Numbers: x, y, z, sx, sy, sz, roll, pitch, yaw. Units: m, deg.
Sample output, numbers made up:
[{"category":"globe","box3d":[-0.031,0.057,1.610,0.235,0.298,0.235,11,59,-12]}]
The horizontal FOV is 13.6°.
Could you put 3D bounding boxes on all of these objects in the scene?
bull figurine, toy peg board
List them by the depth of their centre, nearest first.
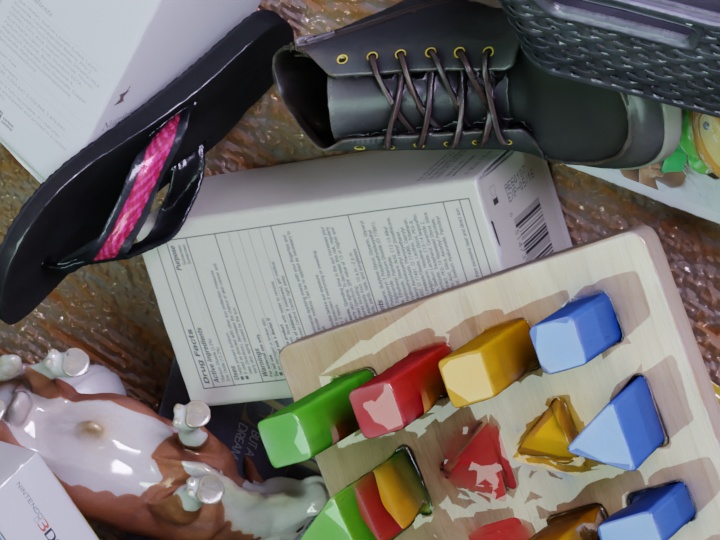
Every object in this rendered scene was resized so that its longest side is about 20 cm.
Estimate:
[{"category":"toy peg board","box3d":[0.063,0.110,1.365,0.198,0.098,0.201,-18,95,29]},{"category":"bull figurine","box3d":[-0.110,0.096,1.524,0.199,0.065,0.122,16,159,2]}]

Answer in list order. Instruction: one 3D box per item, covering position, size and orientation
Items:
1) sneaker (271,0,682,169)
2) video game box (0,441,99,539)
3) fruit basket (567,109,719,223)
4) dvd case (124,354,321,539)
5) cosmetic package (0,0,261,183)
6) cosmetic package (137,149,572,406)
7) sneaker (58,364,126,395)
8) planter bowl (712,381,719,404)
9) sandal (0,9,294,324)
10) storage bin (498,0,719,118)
[{"category":"sneaker","box3d":[0.050,-0.074,1.337,0.200,0.106,0.075,18,122,55]},{"category":"video game box","box3d":[-0.177,0.159,1.541,0.200,0.047,0.183,9,138,56]},{"category":"fruit basket","box3d":[0.158,-0.102,1.320,0.199,0.094,0.186,20,122,25]},{"category":"dvd case","box3d":[-0.025,0.131,1.585,0.199,0.016,0.149,28,124,16]},{"category":"cosmetic package","box3d":[-0.100,-0.144,1.434,0.081,0.113,0.200,43,129,13]},{"category":"cosmetic package","box3d":[0.000,0.000,1.472,0.199,0.073,0.104,-6,110,32]},{"category":"sneaker","box3d":[-0.216,0.073,1.641,0.199,0.075,0.089,-23,81,34]},{"category":"planter bowl","box3d":[0.113,0.144,1.458,0.199,0.083,0.202,9,113,21]},{"category":"sandal","box3d":[-0.098,-0.045,1.444,0.045,0.200,0.075,44,170,18]},{"category":"storage bin","box3d":[0.143,-0.175,1.220,0.134,0.201,0.094,16,162,23]}]
